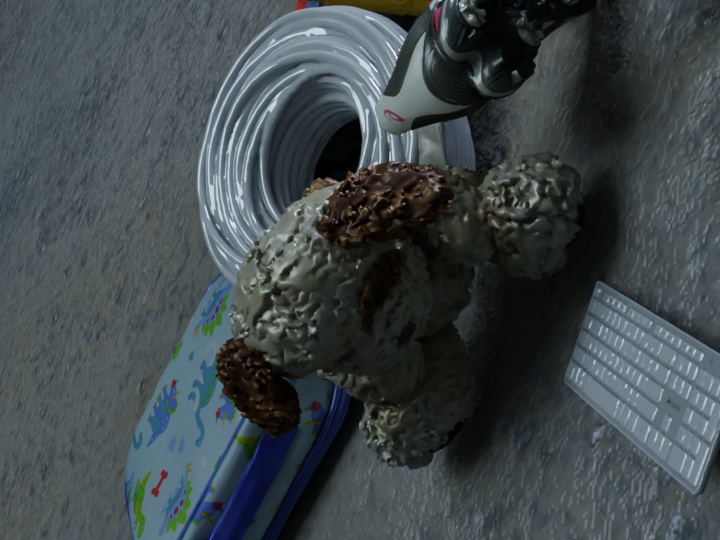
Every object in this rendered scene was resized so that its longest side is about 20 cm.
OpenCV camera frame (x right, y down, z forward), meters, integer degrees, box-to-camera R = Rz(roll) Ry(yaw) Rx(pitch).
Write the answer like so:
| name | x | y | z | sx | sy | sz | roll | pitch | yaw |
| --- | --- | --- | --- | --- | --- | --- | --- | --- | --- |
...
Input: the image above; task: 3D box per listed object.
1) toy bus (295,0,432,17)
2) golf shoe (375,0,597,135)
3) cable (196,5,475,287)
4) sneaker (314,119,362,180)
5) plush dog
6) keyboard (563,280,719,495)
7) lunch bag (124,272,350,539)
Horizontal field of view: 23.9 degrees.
| name | x | y | z | sx | sy | sz | roll | pitch | yaw |
| --- | --- | --- | --- | --- | --- | --- | --- | --- | --- |
| toy bus | -0.012 | -0.237 | 1.222 | 0.200 | 0.135 | 0.192 | -133 | 49 | -64 |
| golf shoe | 0.069 | -0.144 | 0.937 | 0.088 | 0.077 | 0.200 | -34 | 9 | 40 |
| cable | -0.017 | -0.066 | 1.076 | 0.200 | 0.069 | 0.200 | -1 | 81 | 42 |
| sneaker | -0.047 | -0.078 | 1.243 | 0.200 | 0.076 | 0.088 | -145 | 61 | -68 |
| plush dog | 0.000 | 0.000 | 0.895 | 0.160 | 0.172 | 0.200 | 38 | 112 | 19 |
| keyboard | 0.131 | 0.049 | 0.786 | 0.200 | 0.011 | 0.056 | -131 | 64 | -77 |
| lunch bag | -0.086 | 0.112 | 1.147 | 0.200 | 0.082 | 0.161 | -63 | 25 | 16 |
